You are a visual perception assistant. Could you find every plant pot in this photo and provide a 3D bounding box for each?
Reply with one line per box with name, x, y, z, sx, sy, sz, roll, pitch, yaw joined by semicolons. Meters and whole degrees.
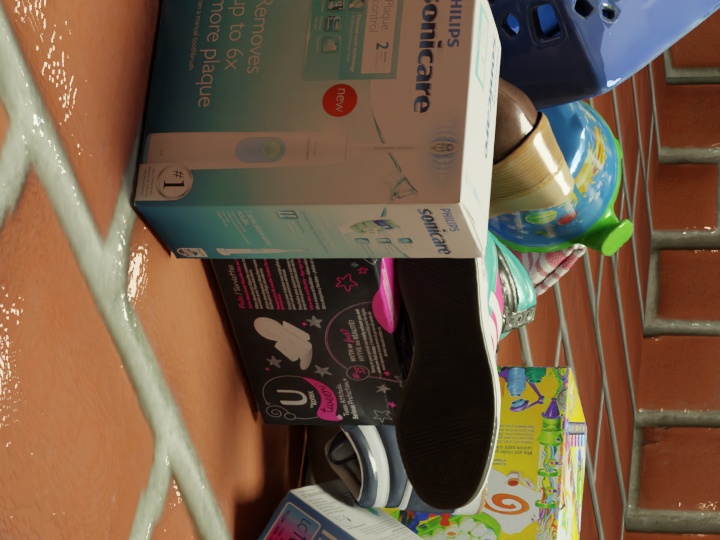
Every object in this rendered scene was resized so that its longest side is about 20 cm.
plant pot;0.138;-0.236;1.536;0.200;0.199;0.181;-37;108;-33

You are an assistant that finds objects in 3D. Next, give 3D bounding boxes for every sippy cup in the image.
sippy cup;0.139;-0.092;1.675;0.130;0.176;0.141;41;59;-76

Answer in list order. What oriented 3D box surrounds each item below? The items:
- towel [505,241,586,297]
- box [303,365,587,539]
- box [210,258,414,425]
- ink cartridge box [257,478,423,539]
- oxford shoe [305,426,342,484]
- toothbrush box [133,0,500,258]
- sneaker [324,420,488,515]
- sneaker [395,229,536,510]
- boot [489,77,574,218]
towel;0.118;-0.017;1.820;0.030;0.200;0.147;25;38;-30
box;0.064;0.182;1.603;0.122;0.198;0.194;66;29;-61
box;-0.025;-0.006;1.416;0.201;0.114;0.133;77;18;-47
ink cartridge box;0.028;0.233;1.445;0.077;0.199;0.136;-59;166;6
oxford shoe;-0.013;0.080;1.561;0.058;0.075;0.202;34;55;-60
toothbrush box;-0.022;-0.089;1.246;0.085;0.198;0.148;59;34;-65
sneaker;0.025;0.082;1.507;0.070;0.108;0.201;110;-24;-60
sneaker;0.070;0.056;1.411;0.121;0.083;0.202;1;88;-68
boot;0.041;-0.101;1.444;0.167;0.199;0.073;49;55;-22
